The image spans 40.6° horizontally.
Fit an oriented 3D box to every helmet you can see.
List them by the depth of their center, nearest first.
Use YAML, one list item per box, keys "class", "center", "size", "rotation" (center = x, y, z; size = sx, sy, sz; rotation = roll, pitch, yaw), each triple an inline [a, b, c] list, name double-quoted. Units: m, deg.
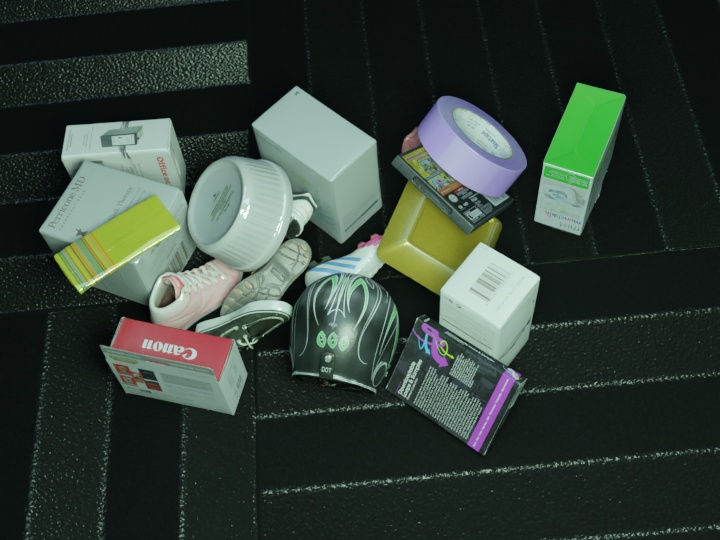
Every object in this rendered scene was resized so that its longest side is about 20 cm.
- class: "helmet"
  center: [-0.026, 0.097, 1.607]
  size: [0.199, 0.200, 0.191]
  rotation: [9, 77, 10]

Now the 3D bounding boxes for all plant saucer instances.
- class: "plant saucer"
  center: [0.152, -0.062, 1.710]
  size: [0.200, 0.048, 0.200]
  rotation: [31, 61, -12]

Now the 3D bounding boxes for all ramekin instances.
- class: "ramekin"
  center: [-0.216, -0.106, 1.686]
  size: [0.202, 0.094, 0.203]
  rotation: [-18, 64, 41]

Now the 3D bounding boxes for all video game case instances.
- class: "video game case"
  center: [0.166, -0.155, 1.717]
  size: [0.181, 0.026, 0.200]
  rotation: [44, 33, 9]

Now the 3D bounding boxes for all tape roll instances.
- class: "tape roll"
  center: [0.202, -0.225, 1.753]
  size: [0.200, 0.066, 0.200]
  rotation: [28, 32, -19]

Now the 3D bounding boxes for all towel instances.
- class: "towel"
  center: [-0.403, -0.045, 1.620]
  size: [0.200, 0.018, 0.086]
  rotation: [-34, 69, -16]

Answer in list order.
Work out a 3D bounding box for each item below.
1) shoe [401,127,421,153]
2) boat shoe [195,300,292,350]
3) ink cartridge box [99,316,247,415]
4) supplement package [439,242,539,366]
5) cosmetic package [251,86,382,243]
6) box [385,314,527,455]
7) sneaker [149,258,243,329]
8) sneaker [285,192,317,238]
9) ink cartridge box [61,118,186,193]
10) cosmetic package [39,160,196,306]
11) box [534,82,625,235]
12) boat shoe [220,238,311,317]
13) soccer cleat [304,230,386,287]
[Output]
- class: "shoe"
  center: [0.113, -0.190, 1.834]
  size: [0.091, 0.072, 0.200]
  rotation: [15, 55, 14]
- class: "boat shoe"
  center: [-0.197, 0.106, 1.645]
  size: [0.199, 0.071, 0.064]
  rotation: [-21, 55, 30]
- class: "ink cartridge box"
  center: [-0.302, 0.148, 1.592]
  size: [0.199, 0.176, 0.084]
  rotation: [10, 60, 10]
- class: "supplement package"
  center: [0.206, 0.074, 1.585]
  size: [0.117, 0.200, 0.117]
  rotation: [32, 65, 21]
- class: "cosmetic package"
  center: [-0.075, -0.190, 1.768]
  size: [0.199, 0.200, 0.123]
  rotation: [37, 67, 24]
- class: "box"
  center: [0.151, 0.182, 1.568]
  size: [0.200, 0.143, 0.036]
  rotation: [32, 24, 20]
- class: "sneaker"
  center: [-0.290, 0.027, 1.708]
  size: [0.075, 0.105, 0.200]
  rotation: [37, 67, 25]
- class: "sneaker"
  center: [-0.155, -0.097, 1.763]
  size: [0.200, 0.074, 0.080]
  rotation: [0, 39, 44]
- class: "ink cartridge box"
  center: [-0.441, -0.203, 1.835]
  size: [0.199, 0.146, 0.084]
  rotation: [-4, 57, 1]
- class: "cosmetic package"
  center: [-0.424, -0.062, 1.735]
  size: [0.199, 0.167, 0.168]
  rotation: [17, 62, 15]
- class: "box"
  center: [0.396, -0.199, 1.752]
  size: [0.096, 0.177, 0.200]
  rotation: [19, 62, 15]
- class: "boat shoe"
  center: [-0.164, 0.025, 1.722]
  size: [0.200, 0.072, 0.076]
  rotation: [-41, 94, -4]
- class: "soccer cleat"
  center: [0.000, 0.000, 1.731]
  size: [0.199, 0.070, 0.087]
  rotation: [-24, 70, -4]
